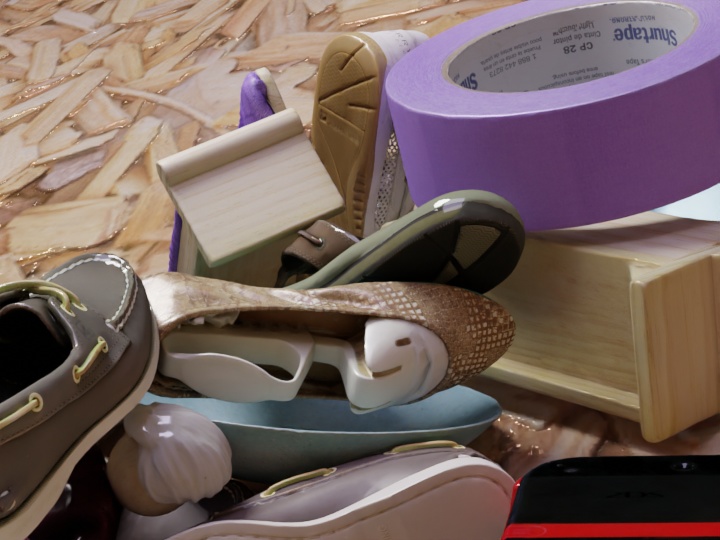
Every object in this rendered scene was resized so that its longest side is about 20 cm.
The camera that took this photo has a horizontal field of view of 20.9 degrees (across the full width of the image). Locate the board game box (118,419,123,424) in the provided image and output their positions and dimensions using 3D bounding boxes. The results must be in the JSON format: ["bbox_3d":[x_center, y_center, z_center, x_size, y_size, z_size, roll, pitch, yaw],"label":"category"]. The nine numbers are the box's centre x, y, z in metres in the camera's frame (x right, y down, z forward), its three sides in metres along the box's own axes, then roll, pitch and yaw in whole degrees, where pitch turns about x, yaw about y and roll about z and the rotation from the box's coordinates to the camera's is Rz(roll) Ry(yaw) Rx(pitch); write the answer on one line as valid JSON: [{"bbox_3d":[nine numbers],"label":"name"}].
[{"bbox_3d":[-0.195,0.067,1.059,0.147,0.064,0.200,-15,1,5],"label":"board game box"}]

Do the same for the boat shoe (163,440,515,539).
[{"bbox_3d":[-0.026,0.127,0.881,0.200,0.072,0.060,-19,13,-5],"label":"boat shoe"}]

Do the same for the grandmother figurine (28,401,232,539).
[{"bbox_3d":[-0.150,0.115,0.881,0.200,0.061,0.121,-26,53,9],"label":"grandmother figurine"}]

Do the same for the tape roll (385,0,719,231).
[{"bbox_3d":[0.116,-0.091,1.035,0.200,0.066,0.200,-13,22,6],"label":"tape roll"}]

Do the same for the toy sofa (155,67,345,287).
[{"bbox_3d":[-0.075,-0.019,1.091,0.083,0.098,0.200,-24,-18,-17],"label":"toy sofa"}]

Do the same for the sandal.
[{"bbox_3d":[0.001,0.000,0.991,0.201,0.080,0.057,-26,54,34],"label":"sandal"}]

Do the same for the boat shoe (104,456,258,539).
[{"bbox_3d":[-0.144,0.121,0.943,0.200,0.072,0.072,-4,49,24],"label":"boat shoe"}]

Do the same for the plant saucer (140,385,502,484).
[{"bbox_3d":[-0.029,0.079,0.982,0.200,0.039,0.201,4,7,0],"label":"plant saucer"}]

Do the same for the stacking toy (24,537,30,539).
[{"bbox_3d":[-0.207,0.114,0.826,0.200,0.086,0.085,28,45,35],"label":"stacking toy"}]

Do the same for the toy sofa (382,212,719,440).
[{"bbox_3d":[0.110,0.017,1.008,0.097,0.083,0.200,-19,21,-37],"label":"toy sofa"}]

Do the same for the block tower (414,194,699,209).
[{"bbox_3d":[0.113,-0.023,1.162,0.200,0.054,0.058,-5,23,26],"label":"block tower"}]

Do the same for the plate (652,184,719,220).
[{"bbox_3d":[0.217,-0.022,1.044,0.200,0.026,0.200,-13,52,17],"label":"plate"}]

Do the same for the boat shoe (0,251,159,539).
[{"bbox_3d":[-0.137,0.041,0.817,0.072,0.060,0.202,3,30,15],"label":"boat shoe"}]

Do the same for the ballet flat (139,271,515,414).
[{"bbox_3d":[-0.021,0.042,0.931,0.200,0.071,0.065,1,34,-8],"label":"ballet flat"}]

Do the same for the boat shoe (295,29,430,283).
[{"bbox_3d":[0.006,-0.048,1.138,0.069,0.200,0.071,-16,44,-38],"label":"boat shoe"}]

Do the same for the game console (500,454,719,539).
[{"bbox_3d":[0.152,0.114,0.774,0.200,0.031,0.177,-2,14,10],"label":"game console"}]
